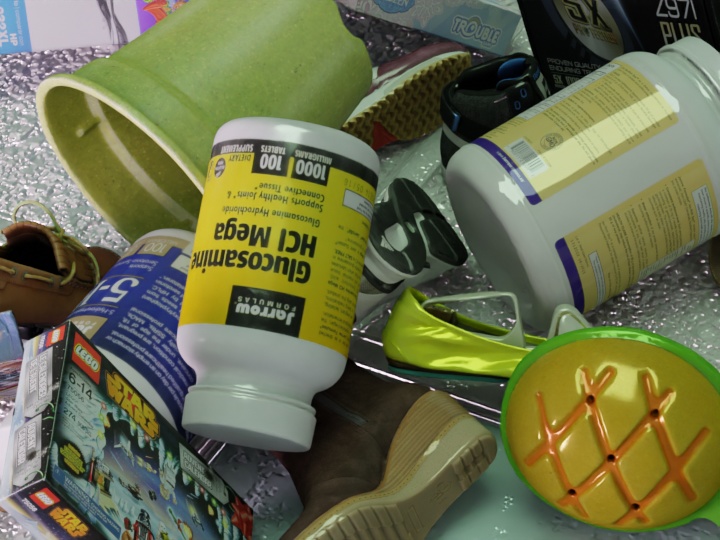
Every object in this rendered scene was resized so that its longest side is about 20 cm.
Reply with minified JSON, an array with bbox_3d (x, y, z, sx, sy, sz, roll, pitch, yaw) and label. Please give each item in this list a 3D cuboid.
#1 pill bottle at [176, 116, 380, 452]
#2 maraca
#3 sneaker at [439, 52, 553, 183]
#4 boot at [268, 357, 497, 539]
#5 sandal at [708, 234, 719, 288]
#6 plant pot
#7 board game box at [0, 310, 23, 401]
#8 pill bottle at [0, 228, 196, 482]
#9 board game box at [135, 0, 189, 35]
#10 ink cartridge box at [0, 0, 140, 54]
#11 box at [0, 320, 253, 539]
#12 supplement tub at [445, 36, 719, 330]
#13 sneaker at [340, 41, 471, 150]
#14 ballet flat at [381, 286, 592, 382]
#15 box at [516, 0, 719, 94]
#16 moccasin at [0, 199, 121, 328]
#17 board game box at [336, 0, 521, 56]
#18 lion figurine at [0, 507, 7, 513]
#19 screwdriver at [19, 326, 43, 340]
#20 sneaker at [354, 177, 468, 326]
[{"bbox_3d":[-0.056,0.011,1.542,0.112,0.112,0.201,6,78,14],"label":"pill bottle"},{"bbox_3d":[0.187,0.106,1.517,0.199,0.138,0.107,11,23,10],"label":"maraca"},{"bbox_3d":[0.153,-0.104,1.775,0.199,0.112,0.073,5,42,12],"label":"sneaker"},{"bbox_3d":[-0.025,0.138,1.569,0.200,0.073,0.166,-35,36,-28],"label":"boot"},{"bbox_3d":[0.311,-0.053,1.748,0.080,0.054,0.200,12,58,28],"label":"sandal"},{"bbox_3d":[-0.097,-0.117,1.699,0.200,0.201,0.184,28,64,34],"label":"plant pot"},{"bbox_3d":[-0.324,0.078,1.612,0.199,0.136,0.035,-13,79,-8],"label":"board game box"},{"bbox_3d":[-0.157,0.075,1.599,0.119,0.120,0.200,16,45,24],"label":"pill bottle"},{"bbox_3d":[-0.141,-0.184,1.838,0.045,0.201,0.135,-5,41,0],"label":"board game box"},{"bbox_3d":[-0.214,-0.243,1.978,0.199,0.084,0.145,-5,21,2],"label":"ink cartridge box"},{"bbox_3d":[-0.139,0.144,1.461,0.040,0.200,0.137,-26,36,21],"label":"box"},{"bbox_3d":[0.176,-0.064,1.678,0.199,0.146,0.145,-30,45,-11],"label":"supplement tub"},{"bbox_3d":[-0.005,-0.135,1.860,0.200,0.075,0.090,-31,51,-28],"label":"sneaker"},{"bbox_3d":[0.113,0.051,1.607,0.199,0.067,0.067,11,8,7],"label":"ballet flat"},{"bbox_3d":[0.219,-0.199,1.802,0.200,0.164,0.086,14,42,46],"label":"box"},{"bbox_3d":[-0.231,-0.004,1.684,0.073,0.078,0.201,25,14,31],"label":"moccasin"},{"bbox_3d":[-0.002,-0.245,1.926,0.199,0.044,0.200,32,14,37],"label":"board game box"},{"bbox_3d":[-0.334,0.167,1.567,0.199,0.073,0.122,-18,32,-35],"label":"lion figurine"},{"bbox_3d":[-0.318,0.015,1.762,0.199,0.028,0.029,15,74,24],"label":"screwdriver"},{"bbox_3d":[0.000,0.000,1.689,0.115,0.076,0.200,-38,-6,18],"label":"sneaker"}]
